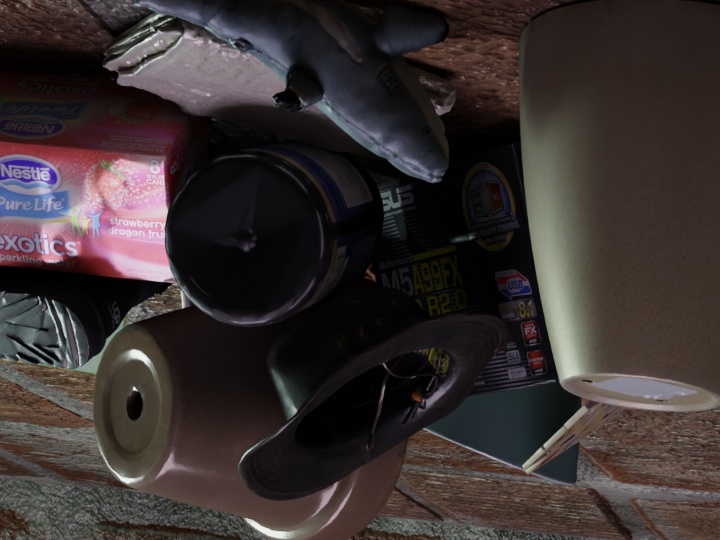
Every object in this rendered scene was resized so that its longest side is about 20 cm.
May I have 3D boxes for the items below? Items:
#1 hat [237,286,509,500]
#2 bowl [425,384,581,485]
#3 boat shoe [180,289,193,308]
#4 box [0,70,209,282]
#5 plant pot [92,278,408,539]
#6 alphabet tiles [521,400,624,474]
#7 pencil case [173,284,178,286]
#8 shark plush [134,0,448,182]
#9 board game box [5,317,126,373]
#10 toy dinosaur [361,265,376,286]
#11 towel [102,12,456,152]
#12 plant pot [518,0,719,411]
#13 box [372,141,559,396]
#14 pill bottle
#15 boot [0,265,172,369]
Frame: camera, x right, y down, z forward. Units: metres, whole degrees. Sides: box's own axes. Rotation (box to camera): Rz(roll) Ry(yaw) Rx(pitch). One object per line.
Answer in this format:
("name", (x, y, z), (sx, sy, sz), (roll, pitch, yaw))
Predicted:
("hat", (-0.005, 0.062, 1.433), (0.200, 0.081, 0.201), (-28, 158, -12))
("bowl", (0.121, 0.107, 1.966), (0.199, 0.106, 0.201), (23, -178, -1))
("boat shoe", (-0.118, -0.003, 1.644), (0.062, 0.071, 0.201), (-20, 135, -8))
("box", (-0.206, -0.067, 1.457), (0.198, 0.095, 0.103), (6, 123, 11))
("plant pot", (-0.088, 0.095, 1.546), (0.174, 0.202, 0.199), (4, 172, -39))
("alphabet tiles", (0.222, 0.105, 1.856), (0.199, 0.006, 0.167), (-27, 163, -44))
("pencil case", (-0.151, -0.025, 1.709), (0.199, 0.078, 0.089), (18, 147, -36))
("shark plush", (-0.028, -0.122, 1.230), (0.199, 0.084, 0.091), (32, 139, -34))
("board game box", (-0.215, -0.015, 1.619), (0.095, 0.201, 0.030), (9, -152, -4))
("toy dinosaur", (0.000, 0.000, 1.668), (0.135, 0.102, 0.201), (12, 131, 30))
("towel", (-0.052, -0.118, 1.366), (0.199, 0.035, 0.132), (14, 166, -25))
("plant pot", (0.170, -0.028, 1.247), (0.186, 0.202, 0.187), (8, 166, 2))
("box", (0.081, 0.004, 1.513), (0.044, 0.162, 0.199), (-12, 180, -32))
("pill bottle", (-0.048, -0.030, 1.460), (0.111, 0.113, 0.200), (5, -173, 14))
("boot", (-0.217, -0.004, 1.528), (0.199, 0.077, 0.168), (9, -150, 28))
